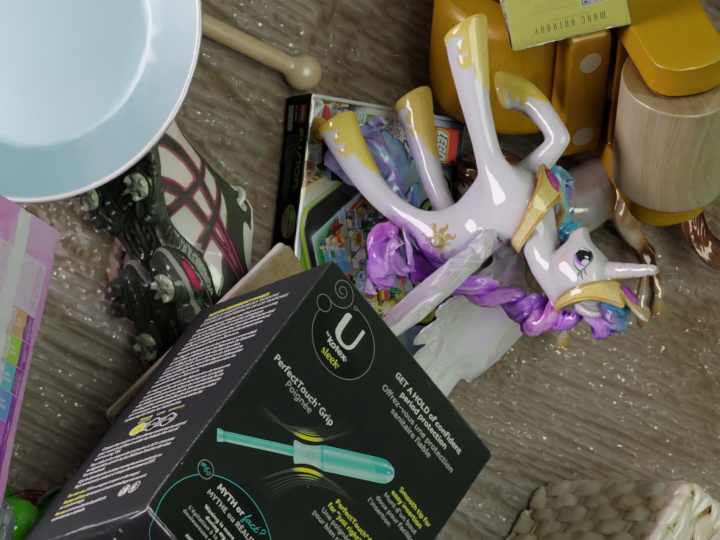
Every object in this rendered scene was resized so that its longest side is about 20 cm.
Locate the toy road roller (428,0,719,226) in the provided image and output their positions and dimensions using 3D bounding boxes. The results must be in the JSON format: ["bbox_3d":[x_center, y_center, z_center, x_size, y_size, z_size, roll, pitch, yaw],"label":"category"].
[{"bbox_3d":[0.127,-0.119,1.808,0.145,0.200,0.123,-14,136,-16],"label":"toy road roller"}]

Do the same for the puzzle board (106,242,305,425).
[{"bbox_3d":[-0.050,0.107,1.753,0.151,0.017,0.201,-44,120,-23],"label":"puzzle board"}]

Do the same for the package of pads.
[{"bbox_3d":[-0.240,0.062,1.626,0.076,0.120,0.201,33,57,-42],"label":"package of pads"}]

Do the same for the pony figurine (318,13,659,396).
[{"bbox_3d":[0.059,-0.017,1.745,0.201,0.193,0.166,62,21,16],"label":"pony figurine"}]

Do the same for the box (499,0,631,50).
[{"bbox_3d":[0.103,-0.221,1.792,0.075,0.201,0.050,-12,137,2],"label":"box"}]

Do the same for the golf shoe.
[{"bbox_3d":[-0.114,-0.043,1.757,0.088,0.077,0.201,-25,105,-43],"label":"golf shoe"}]

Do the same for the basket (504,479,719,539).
[{"bbox_3d":[0.160,0.245,1.809,0.161,0.200,0.199,42,72,-18],"label":"basket"}]

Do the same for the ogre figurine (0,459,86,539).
[{"bbox_3d":[-0.171,0.154,1.687,0.200,0.120,0.098,37,74,-21],"label":"ogre figurine"}]

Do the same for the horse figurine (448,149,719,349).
[{"bbox_3d":[0.141,-0.024,1.885,0.199,0.050,0.133,-12,99,-28],"label":"horse figurine"}]

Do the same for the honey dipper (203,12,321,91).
[{"bbox_3d":[-0.106,-0.152,1.772,0.199,0.038,0.038,26,78,-26],"label":"honey dipper"}]

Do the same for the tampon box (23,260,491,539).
[{"bbox_3d":[-0.055,0.124,1.618,0.150,0.126,0.200,51,50,-17],"label":"tampon box"}]

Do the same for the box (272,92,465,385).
[{"bbox_3d":[0.000,0.000,1.823,0.109,0.035,0.201,7,86,-27],"label":"box"}]

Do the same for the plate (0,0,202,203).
[{"bbox_3d":[-0.184,-0.137,1.696,0.199,0.026,0.202,-1,84,9],"label":"plate"}]
